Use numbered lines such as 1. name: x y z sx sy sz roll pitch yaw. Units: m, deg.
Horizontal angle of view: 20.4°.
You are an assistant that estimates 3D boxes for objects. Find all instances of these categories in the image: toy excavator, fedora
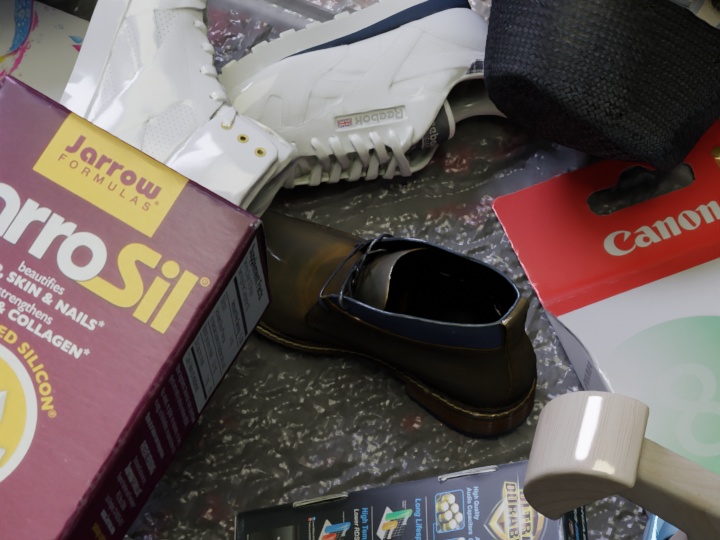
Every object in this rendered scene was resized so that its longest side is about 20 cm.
1. toy excavator: 0.155 0.124 0.836 0.193 0.201 0.101 16 60 3
2. fedora: 0.123 -0.106 0.996 0.199 0.201 0.092 20 87 10

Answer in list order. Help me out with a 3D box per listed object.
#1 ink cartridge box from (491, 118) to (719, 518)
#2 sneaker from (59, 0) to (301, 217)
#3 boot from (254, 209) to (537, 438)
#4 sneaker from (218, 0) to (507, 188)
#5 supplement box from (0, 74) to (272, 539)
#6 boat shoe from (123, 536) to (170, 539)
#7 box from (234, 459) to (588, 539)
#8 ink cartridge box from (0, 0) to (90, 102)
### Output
1. ink cartridge box: 0.176 0.010 0.993 0.160 0.050 0.201 -19 65 -12
2. sneaker: -0.078 -0.083 0.956 0.114 0.074 0.202 17 73 3
3. boot: 0.000 0.000 0.966 0.199 0.097 0.075 26 63 13
4. sneaker: -0.009 -0.079 1.024 0.199 0.077 0.081 -28 72 -17
5. supplement box: -0.140 0.046 0.825 0.130 0.103 0.201 28 73 9
6. boat shoe: -0.102 0.147 0.874 0.086 0.075 0.202 -43 57 4
7. box: 0.024 0.190 0.860 0.158 0.046 0.202 -13 59 18
8. ink cartridge box: -0.196 -0.080 1.024 0.198 0.067 0.117 21 64 10
